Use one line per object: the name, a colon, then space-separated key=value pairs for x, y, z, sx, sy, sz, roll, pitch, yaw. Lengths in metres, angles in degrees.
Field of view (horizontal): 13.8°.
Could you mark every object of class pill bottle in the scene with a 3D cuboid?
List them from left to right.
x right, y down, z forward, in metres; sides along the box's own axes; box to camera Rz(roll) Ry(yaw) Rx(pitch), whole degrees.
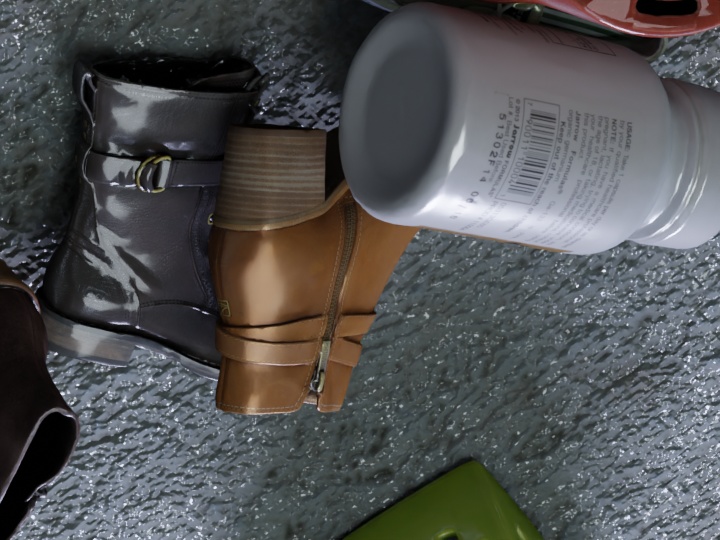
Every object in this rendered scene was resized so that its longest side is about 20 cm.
pill bottle: x=0.099 y=-0.068 z=1.559 sx=0.200 sy=0.114 sz=0.114 roll=9 pitch=121 yaw=-33

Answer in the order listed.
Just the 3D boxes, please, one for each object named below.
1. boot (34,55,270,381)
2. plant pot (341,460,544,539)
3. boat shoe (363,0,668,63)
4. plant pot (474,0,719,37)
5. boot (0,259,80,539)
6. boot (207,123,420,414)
boot: x=-0.083 y=-0.032 z=1.610 sx=0.200 sy=0.069 sz=0.174 roll=4 pitch=116 yaw=-36
plant pot: x=0.064 y=0.275 z=1.836 sx=0.199 sy=0.182 sz=0.200 roll=-35 pitch=133 yaw=3
boat shoe: x=0.080 y=-0.154 z=1.588 sx=0.200 sy=0.062 sz=0.072 roll=6 pitch=123 yaw=-28
plant pot: x=0.114 y=-0.206 z=1.440 sx=0.200 sy=0.195 sz=0.201 roll=-6 pitch=109 yaw=-18
boot: x=-0.228 y=0.097 z=1.573 sx=0.072 sy=0.166 sz=0.200 roll=21 pitch=115 yaw=-35
boot: x=0.000 y=0.000 z=1.607 sx=0.200 sy=0.077 sz=0.156 roll=-4 pitch=100 yaw=-48
